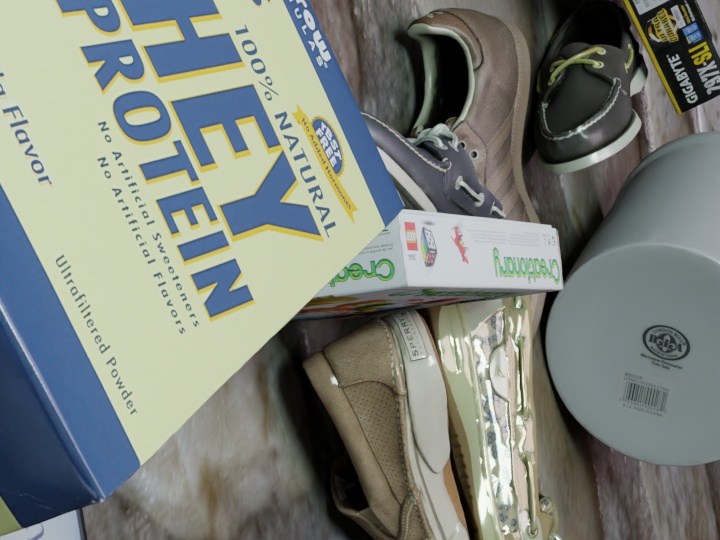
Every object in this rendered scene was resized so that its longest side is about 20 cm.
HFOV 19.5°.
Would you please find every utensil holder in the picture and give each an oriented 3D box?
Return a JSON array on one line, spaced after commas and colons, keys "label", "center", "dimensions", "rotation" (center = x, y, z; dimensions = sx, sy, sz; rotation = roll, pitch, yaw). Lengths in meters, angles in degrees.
[{"label": "utensil holder", "center": [0.226, 0.016, 1.404], "dimensions": [0.200, 0.169, 0.171], "rotation": [-45, 124, -59]}]

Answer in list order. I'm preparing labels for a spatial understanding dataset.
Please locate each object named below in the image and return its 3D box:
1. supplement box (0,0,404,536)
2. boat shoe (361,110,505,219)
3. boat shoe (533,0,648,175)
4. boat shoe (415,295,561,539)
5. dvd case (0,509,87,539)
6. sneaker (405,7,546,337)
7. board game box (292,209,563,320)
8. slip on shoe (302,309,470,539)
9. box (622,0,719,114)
[{"label": "supplement box", "center": [-0.128, -0.013, 0.532], "dimensions": [0.135, 0.199, 0.200], "rotation": [64, 27, -10]}, {"label": "boat shoe", "center": [0.024, -0.044, 1.062], "dimensions": [0.200, 0.072, 0.063], "rotation": [45, 59, -58]}, {"label": "boat shoe", "center": [0.148, -0.124, 1.394], "dimensions": [0.201, 0.071, 0.061], "rotation": [-65, 137, -62]}, {"label": "boat shoe", "center": [0.075, 0.103, 1.072], "dimensions": [0.073, 0.062, 0.201], "rotation": [-164, -118, -76]}, {"label": "dvd case", "center": [-0.153, 0.081, 0.702], "dimensions": [0.200, 0.017, 0.143], "rotation": [-18, 99, -66]}, {"label": "sneaker", "center": [0.054, -0.049, 1.181], "dimensions": [0.075, 0.070, 0.201], "rotation": [7, 76, -43]}, {"label": "board game box", "center": [0.000, 0.000, 0.941], "dimensions": [0.200, 0.126, 0.035], "rotation": [2, 81, -66]}, {"label": "slip on shoe", "center": [0.014, 0.104, 1.034], "dimensions": [0.200, 0.060, 0.076], "rotation": [82, -12, -47]}, {"label": "box", "center": [0.190, -0.231, 1.467], "dimensions": [0.160, 0.049, 0.200], "rotation": [50, 19, -49]}]
